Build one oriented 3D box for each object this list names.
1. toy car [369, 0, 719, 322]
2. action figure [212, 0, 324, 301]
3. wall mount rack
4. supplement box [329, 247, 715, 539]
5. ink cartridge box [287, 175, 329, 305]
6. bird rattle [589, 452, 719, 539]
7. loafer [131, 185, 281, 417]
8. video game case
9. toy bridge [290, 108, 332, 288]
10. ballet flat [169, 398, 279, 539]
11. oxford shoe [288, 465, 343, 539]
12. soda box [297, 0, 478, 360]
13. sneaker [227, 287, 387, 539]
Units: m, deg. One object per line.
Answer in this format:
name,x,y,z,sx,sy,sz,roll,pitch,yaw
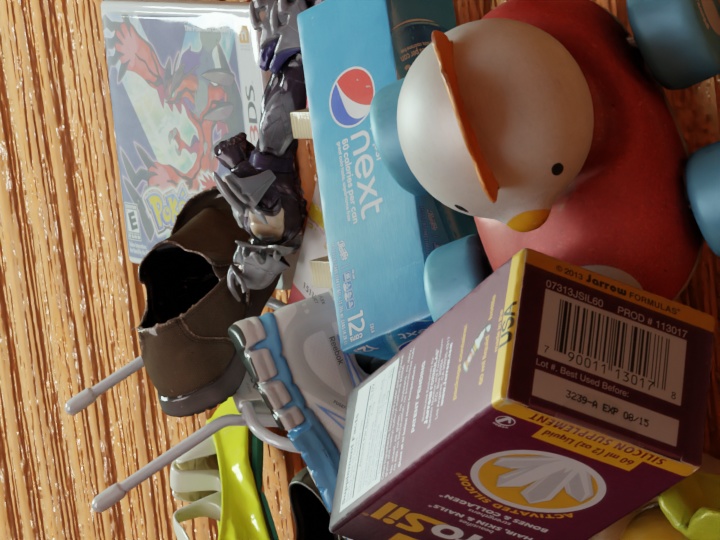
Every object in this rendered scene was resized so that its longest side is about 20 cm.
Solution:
toy car,0.080,-0.054,1.377,0.184,0.200,0.178,-21,82,23
action figure,-0.051,-0.079,1.678,0.130,0.069,0.201,-122,43,-82
wall mount rack,-0.083,0.085,1.726,0.200,0.173,0.075,-118,33,-60
supplement box,0.077,0.079,1.414,0.200,0.110,0.086,-43,32,55
ink cartridge box,0.026,-0.016,1.651,0.116,0.067,0.201,46,136,38
bird rattle,0.184,0.162,1.445,0.163,0.112,0.201,24,132,38
loafer,-0.094,0.002,1.725,0.200,0.073,0.071,-87,-27,-56
video game case,-0.106,-0.086,1.869,0.200,0.023,0.183,10,108,55
toy bridge,0.000,0.000,1.609,0.067,0.027,0.201,5,106,56
ballet flat,-0.088,0.145,1.810,0.200,0.067,0.067,-101,9,-48
oxford shoe,-0.007,0.213,1.765,0.073,0.084,0.201,-13,92,54
soda box,0.021,-0.054,1.547,0.068,0.064,0.201,-23,66,37
sneaker,0.008,0.095,1.578,0.201,0.086,0.075,63,176,-28
